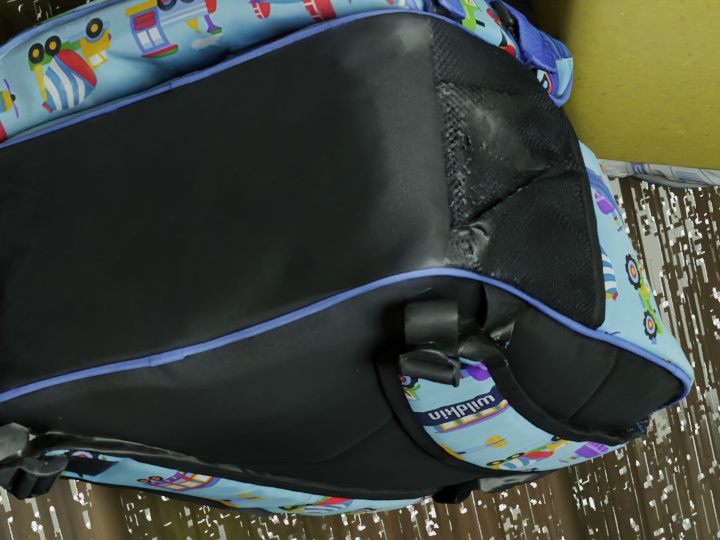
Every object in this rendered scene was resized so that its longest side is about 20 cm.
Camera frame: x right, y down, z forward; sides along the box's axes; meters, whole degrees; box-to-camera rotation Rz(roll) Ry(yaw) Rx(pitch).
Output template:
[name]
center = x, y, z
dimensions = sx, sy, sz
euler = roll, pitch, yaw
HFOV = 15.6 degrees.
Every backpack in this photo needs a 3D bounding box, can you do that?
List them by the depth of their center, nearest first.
[backpack]
center = 0.000, 0.000, 0.785
dimensions = 0.200, 0.182, 0.135
euler = 22, 57, -55

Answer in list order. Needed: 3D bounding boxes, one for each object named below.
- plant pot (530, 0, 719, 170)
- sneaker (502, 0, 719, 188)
[plant pot]
center = 0.137, -0.136, 0.836
dimensions = 0.195, 0.200, 0.194
euler = 6, 48, -15
[sneaker]
center = 0.099, -0.065, 0.936
dimensions = 0.200, 0.088, 0.075
euler = -4, 93, -42
